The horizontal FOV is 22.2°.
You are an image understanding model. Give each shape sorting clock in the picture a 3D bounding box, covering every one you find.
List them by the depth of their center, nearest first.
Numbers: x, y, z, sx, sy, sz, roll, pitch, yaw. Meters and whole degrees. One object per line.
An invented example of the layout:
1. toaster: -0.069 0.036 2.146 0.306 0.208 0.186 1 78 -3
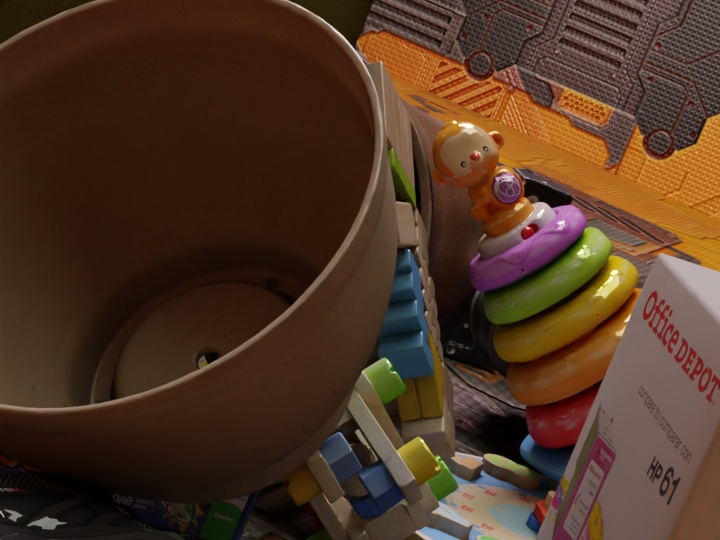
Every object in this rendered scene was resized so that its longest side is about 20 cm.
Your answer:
1. shape sorting clock: 0.093 0.131 0.930 0.200 0.039 0.200 22 11 -5

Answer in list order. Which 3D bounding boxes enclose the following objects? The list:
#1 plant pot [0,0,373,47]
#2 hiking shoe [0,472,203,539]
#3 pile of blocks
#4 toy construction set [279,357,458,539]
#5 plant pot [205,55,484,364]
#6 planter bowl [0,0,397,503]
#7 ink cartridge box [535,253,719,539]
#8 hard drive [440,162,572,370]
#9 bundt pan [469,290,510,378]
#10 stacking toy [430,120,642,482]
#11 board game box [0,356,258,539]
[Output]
1. plant pot: -0.112 -0.079 0.920 0.200 0.193 0.200 18 7 -2
2. hiking shoe: -0.082 0.105 0.630 0.200 0.076 0.101 18 15 -15
3. pile of blocks: 0.000 0.000 0.926 0.062 0.200 0.082 -10 -5 12
4. toy construction set: -0.022 0.051 0.837 0.131 0.092 0.200 62 7 -48
5. plant pot: -0.018 -0.032 1.088 0.200 0.200 0.198 27 9 21
6. planter bowl: -0.073 0.007 0.714 0.200 0.200 0.135 30 -23 33
7. ink cartridge box: 0.124 0.109 0.685 0.085 0.200 0.145 21 11 -9
8. hard drive: 0.030 -0.026 1.279 0.200 0.140 0.038 19 12 -13
9. bundt pan: 0.148 0.064 1.151 0.202 0.076 0.202 40 3 -2
10. stacking toy: 0.100 0.005 0.977 0.200 0.116 0.110 58 -8 -10
11. board game box: -0.131 0.056 0.861 0.135 0.034 0.200 18 12 -20
